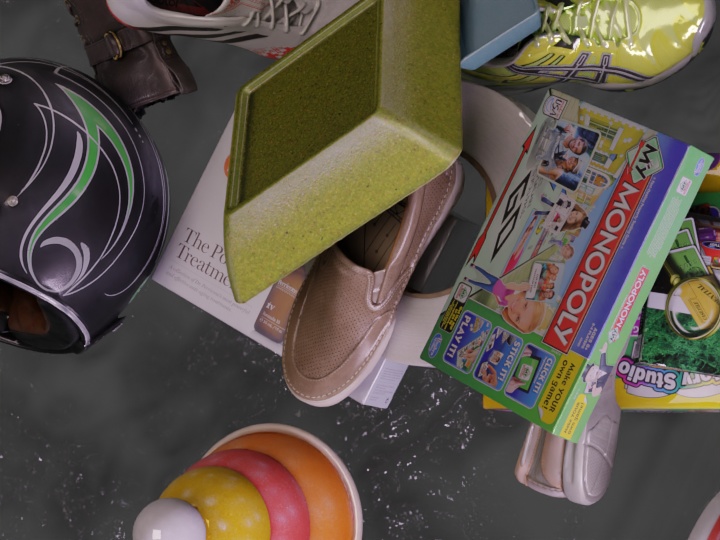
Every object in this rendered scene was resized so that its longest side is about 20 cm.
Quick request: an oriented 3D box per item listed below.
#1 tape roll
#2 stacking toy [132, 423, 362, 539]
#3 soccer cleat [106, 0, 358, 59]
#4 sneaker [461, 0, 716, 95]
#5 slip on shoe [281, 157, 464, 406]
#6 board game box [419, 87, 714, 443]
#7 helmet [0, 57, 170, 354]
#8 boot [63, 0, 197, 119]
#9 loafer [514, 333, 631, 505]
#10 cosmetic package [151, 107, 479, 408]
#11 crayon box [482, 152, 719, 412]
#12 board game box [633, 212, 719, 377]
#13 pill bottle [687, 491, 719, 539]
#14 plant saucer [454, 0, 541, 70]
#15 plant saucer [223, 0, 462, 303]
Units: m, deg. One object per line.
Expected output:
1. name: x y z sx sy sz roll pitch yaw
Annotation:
1. tape roll: 0.053 -0.032 1.618 0.202 0.037 0.203 -3 83 27
2. stacking toy: -0.097 0.176 1.632 0.146 0.200 0.147 -3 83 23
3. soccer cleat: -0.083 -0.193 1.683 0.200 0.085 0.069 6 86 -17
4. sneaker: 0.148 -0.160 1.627 0.200 0.076 0.076 -11 80 23
5. slip on shoe: 0.000 0.000 1.586 0.076 0.061 0.200 38 102 24
6. board game box: 0.131 -0.006 1.513 0.134 0.029 0.200 28 93 47
7. helmet: -0.237 -0.056 1.721 0.200 0.200 0.191 10 65 24
8. boot: -0.208 -0.193 1.780 0.200 0.069 0.175 -3 107 55
9. loafer: 0.140 0.052 1.554 0.063 0.072 0.201 8 92 31
10. cosmetic package: -0.035 -0.013 1.707 0.200 0.052 0.151 29 94 23
11. crayon box: 0.186 0.011 1.604 0.200 0.058 0.173 -1 86 24
12. board game box: 0.283 0.026 1.530 0.199 0.023 0.105 9 87 -4
13. pill bottle: 0.305 0.224 1.500 0.200 0.116 0.116 23 94 24
14. plant saucer: 0.085 -0.208 1.629 0.070 0.019 0.200 -32 35 17
15. plant saucer: -0.022 -0.101 1.582 0.200 0.048 0.200 -33 34 28
